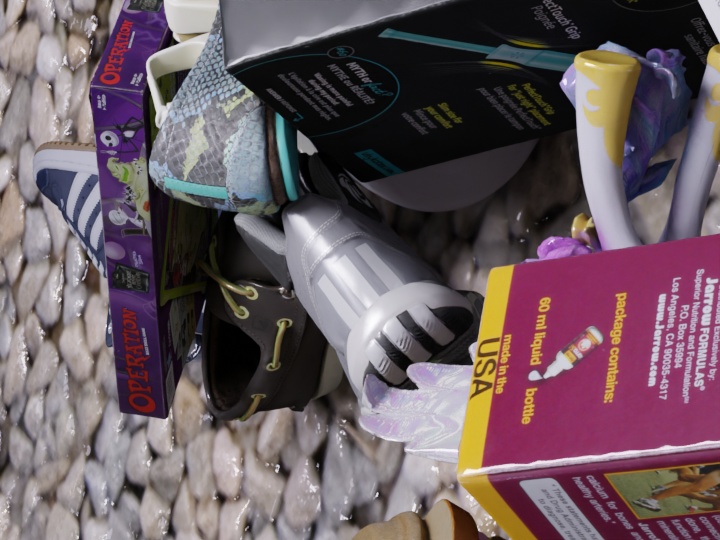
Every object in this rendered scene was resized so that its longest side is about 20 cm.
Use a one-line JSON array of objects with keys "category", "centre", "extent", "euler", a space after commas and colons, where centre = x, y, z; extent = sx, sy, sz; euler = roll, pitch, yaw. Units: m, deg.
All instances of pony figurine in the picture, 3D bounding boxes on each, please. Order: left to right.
[{"category": "pony figurine", "centre": [0.117, 0.016, 1.055], "extent": [0.193, 0.166, 0.200], "euler": [15, 115, 28]}]

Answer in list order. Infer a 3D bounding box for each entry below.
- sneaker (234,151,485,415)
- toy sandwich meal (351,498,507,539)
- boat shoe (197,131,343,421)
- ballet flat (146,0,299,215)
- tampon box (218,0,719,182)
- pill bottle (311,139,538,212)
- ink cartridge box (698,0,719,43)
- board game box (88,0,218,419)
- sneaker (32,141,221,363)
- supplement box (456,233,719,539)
[{"category": "sneaker", "centre": [0.000, 0.000, 1.205], "extent": [0.116, 0.075, 0.200], "euler": [51, 176, 10]}, {"category": "toy sandwich meal", "centre": [0.009, 0.193, 1.222], "extent": [0.205, 0.070, 0.205], "euler": [-157, 90, -83]}, {"category": "boat shoe", "centre": [-0.043, 0.009, 1.300], "extent": [0.072, 0.061, 0.201], "euler": [56, 160, 28]}, {"category": "ballet flat", "centre": [-0.055, -0.100, 1.167], "extent": [0.074, 0.074, 0.200], "euler": [-55, 18, 35]}, {"category": "tampon box", "centre": [0.059, -0.135, 1.095], "extent": [0.200, 0.150, 0.126], "euler": [-14, 69, 17]}, {"category": "pill bottle", "centre": [-0.007, -0.106, 1.300], "extent": [0.200, 0.112, 0.112], "euler": [32, 110, 54]}, {"category": "ink cartridge box", "centre": [0.231, -0.122, 0.908], "extent": [0.200, 0.147, 0.146], "euler": [-53, 42, 36]}, {"category": "board game box", "centre": [-0.091, -0.043, 1.275], "extent": [0.120, 0.032, 0.200], "euler": [-69, -15, -45]}, {"category": "sneaker", "centre": [-0.123, -0.010, 1.497], "extent": [0.200, 0.070, 0.109], "euler": [7, 87, 54]}, {"category": "supplement box", "centre": [0.146, 0.048, 0.903], "extent": [0.200, 0.110, 0.086], "euler": [-9, 53, 28]}]
